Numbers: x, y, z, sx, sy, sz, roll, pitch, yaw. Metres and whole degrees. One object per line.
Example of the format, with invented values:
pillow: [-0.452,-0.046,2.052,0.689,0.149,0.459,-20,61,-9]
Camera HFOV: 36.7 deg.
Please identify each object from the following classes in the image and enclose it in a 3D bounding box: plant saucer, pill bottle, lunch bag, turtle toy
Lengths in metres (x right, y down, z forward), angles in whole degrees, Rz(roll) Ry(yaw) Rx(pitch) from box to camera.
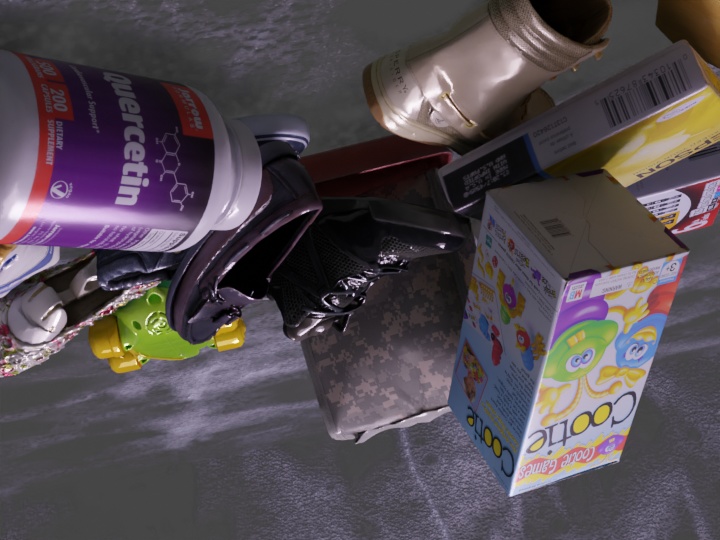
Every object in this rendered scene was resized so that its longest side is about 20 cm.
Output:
plant saucer: [-0.016,-0.067,0.986,0.196,0.037,0.200,-13,164,1]
pill bottle: [-0.162,-0.070,0.692,0.198,0.114,0.112,2,160,-46]
lunch bag: [0.031,0.037,0.943,0.162,0.203,0.117,-18,164,17]
turtle toy: [-0.192,0.037,1.086,0.143,0.103,0.200,-12,166,-4]

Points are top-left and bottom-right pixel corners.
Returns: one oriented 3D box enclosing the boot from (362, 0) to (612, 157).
boot: [0.118,-0.142,0.761,0.198,0.074,0.154,6,155,-45]

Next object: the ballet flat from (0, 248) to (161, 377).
ballet flat: [-0.252,0.018,0.948,0.199,0.076,0.064,-37,175,-20]

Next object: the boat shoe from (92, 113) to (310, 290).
boat shoe: [-0.123,-0.050,0.844,0.197,0.092,0.071,-18,165,17]

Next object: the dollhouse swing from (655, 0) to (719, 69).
dollhouse swing: [0.321,-0.196,0.711,0.182,0.176,0.200,-45,164,3]

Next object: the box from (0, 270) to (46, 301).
box: [-0.366,0.037,1.056,0.134,0.040,0.200,-10,165,-8]

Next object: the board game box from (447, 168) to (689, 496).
board game box: [0.142,0.046,0.781,0.101,0.105,0.202,-11,131,-22]

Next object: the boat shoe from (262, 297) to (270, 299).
boat shoe: [-0.040,-0.005,1.113,0.196,0.075,0.068,-14,161,4]

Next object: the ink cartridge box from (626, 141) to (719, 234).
ink cartridge box: [0.262,-0.083,1.070,0.173,0.085,0.200,-15,166,9]

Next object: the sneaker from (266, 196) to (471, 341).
sneaker: [0.000,0.000,0.847,0.197,0.116,0.076,0,175,36]

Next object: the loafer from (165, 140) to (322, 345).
loafer: [-0.090,-0.004,0.817,0.071,0.063,0.201,-19,150,-47]

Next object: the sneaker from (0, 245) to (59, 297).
sneaker: [-0.340,0.010,0.911,0.197,0.077,0.088,-18,166,23]

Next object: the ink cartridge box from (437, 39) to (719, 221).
ink cartridge box: [0.185,-0.087,0.819,0.196,0.048,0.199,-28,160,26]

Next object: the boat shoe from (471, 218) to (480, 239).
boat shoe: [0.207,-0.044,1.216,0.198,0.072,0.069,12,126,-37]
